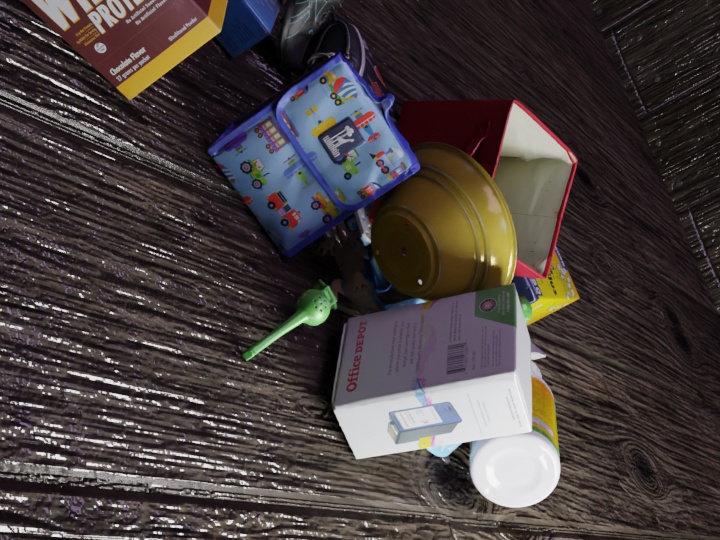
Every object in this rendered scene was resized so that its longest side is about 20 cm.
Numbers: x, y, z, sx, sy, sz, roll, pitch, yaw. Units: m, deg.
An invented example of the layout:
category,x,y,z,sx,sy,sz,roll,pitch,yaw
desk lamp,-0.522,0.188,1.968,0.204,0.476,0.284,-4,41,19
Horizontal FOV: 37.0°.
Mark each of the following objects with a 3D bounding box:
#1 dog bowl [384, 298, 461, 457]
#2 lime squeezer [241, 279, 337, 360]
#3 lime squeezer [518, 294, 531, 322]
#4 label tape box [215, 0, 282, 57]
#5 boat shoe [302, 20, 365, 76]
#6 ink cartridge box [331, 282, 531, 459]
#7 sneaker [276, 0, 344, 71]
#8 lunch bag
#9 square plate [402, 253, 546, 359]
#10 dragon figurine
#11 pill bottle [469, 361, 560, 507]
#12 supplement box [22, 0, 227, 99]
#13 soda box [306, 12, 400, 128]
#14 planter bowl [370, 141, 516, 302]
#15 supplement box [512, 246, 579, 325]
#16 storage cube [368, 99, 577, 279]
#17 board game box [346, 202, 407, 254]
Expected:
category,x,y,z,sx,sy,sz,roll,pitch,yaw
dog bowl,0.088,0.124,1.322,0.111,0.049,0.203,16,52,-56
lime squeezer,-0.051,0.041,1.124,0.038,0.071,0.200,42,27,2
lime squeezer,0.183,0.047,1.370,0.200,0.069,0.038,-20,115,-81
label tape box,-0.161,-0.375,1.334,0.145,0.063,0.201,49,28,-25
boat shoe,-0.042,-0.240,1.366,0.060,0.075,0.203,36,50,-49
ink cartridge box,0.079,0.107,1.144,0.146,0.196,0.088,-80,155,-52
sneaker,-0.058,-0.338,1.352,0.078,0.202,0.076,13,36,-5
lunch bag,-0.040,-0.134,1.170,0.151,0.198,0.094,53,27,-14
square plate,0.141,0.054,1.384,0.197,0.029,0.200,40,8,18
dragon figurine,0.000,0.000,1.263,0.099,0.058,0.203,38,35,-58
pill bottle,0.195,0.195,1.370,0.112,0.110,0.201,52,22,-18
supplement box,-0.240,-0.325,1.067,0.200,0.132,0.199,43,32,-33
soda box,-0.013,-0.254,1.442,0.070,0.063,0.202,27,33,-45
planter bowl,0.071,-0.033,1.194,0.083,0.200,0.203,-26,87,-40
supplement box,0.234,0.017,1.618,0.199,0.109,0.110,2,63,-61
storage cube,0.144,-0.106,1.372,0.199,0.178,0.174,28,75,-46
board game box,0.023,-0.110,1.455,0.199,0.026,0.203,15,52,-55
